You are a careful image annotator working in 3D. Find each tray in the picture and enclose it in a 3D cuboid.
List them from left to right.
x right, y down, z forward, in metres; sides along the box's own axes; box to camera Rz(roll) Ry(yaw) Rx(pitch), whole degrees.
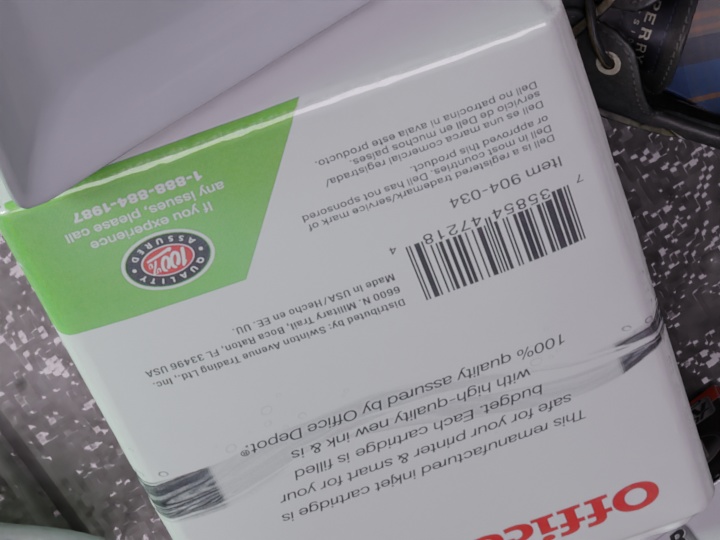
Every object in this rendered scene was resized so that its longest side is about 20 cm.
[{"bbox_3d":[-0.006,-0.094,0.624,0.199,0.108,0.022,-32,65,-9],"label":"tray"}]

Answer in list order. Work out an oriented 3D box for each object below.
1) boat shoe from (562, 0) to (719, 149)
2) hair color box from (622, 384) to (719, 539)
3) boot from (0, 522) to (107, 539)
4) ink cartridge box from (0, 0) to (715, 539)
[{"bbox_3d":[0.081,-0.073,0.788,0.199,0.057,0.069,16,106,-8],"label":"boat shoe"},{"bbox_3d":[0.129,0.145,0.860,0.101,0.061,0.200,-35,107,8],"label":"hair color box"},{"bbox_3d":[-0.155,0.094,0.781,0.199,0.095,0.074,-4,82,-23],"label":"boot"},{"bbox_3d":[0.000,0.000,0.753,0.145,0.084,0.201,-19,136,4],"label":"ink cartridge box"}]
